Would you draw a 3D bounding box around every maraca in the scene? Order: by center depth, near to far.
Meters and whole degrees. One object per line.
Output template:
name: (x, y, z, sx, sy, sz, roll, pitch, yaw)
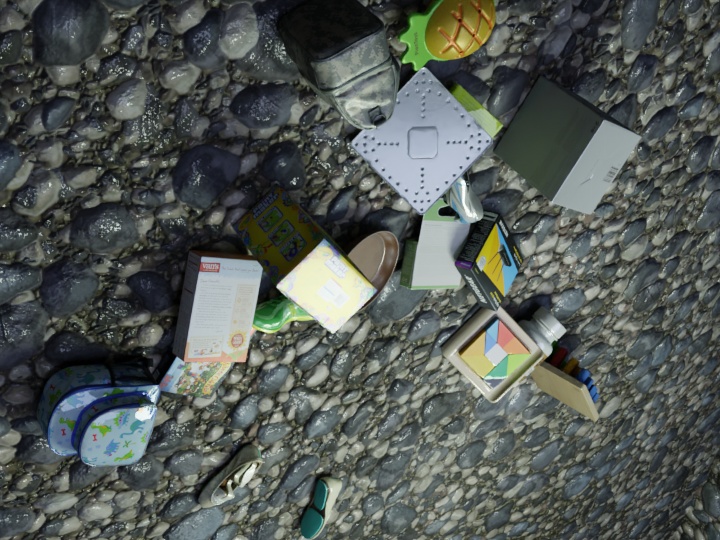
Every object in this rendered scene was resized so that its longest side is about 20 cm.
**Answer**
maraca: (0.152, -0.426, 1.545, 0.199, 0.107, 0.138, -28, 137, -14)

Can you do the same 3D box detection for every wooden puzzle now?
wooden puzzle: (0.328, 0.203, 2.174, 0.185, 0.037, 0.200, -44, 102, 4)

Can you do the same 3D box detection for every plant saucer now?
plant saucer: (0.000, 0.000, 1.816, 0.200, 0.034, 0.201, -34, 143, -31)

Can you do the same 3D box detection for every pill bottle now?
pill bottle: (0.426, 0.192, 2.259, 0.200, 0.114, 0.114, -45, 138, 4)

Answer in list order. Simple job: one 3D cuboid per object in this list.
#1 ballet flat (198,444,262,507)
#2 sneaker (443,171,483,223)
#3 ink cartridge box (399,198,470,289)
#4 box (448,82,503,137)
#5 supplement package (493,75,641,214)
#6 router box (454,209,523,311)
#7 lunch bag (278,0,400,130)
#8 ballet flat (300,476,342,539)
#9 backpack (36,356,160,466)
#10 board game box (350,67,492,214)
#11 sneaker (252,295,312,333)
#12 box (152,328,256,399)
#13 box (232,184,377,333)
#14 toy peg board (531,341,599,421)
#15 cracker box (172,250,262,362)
ballet flat: (-0.298, 0.482, 2.009, 0.200, 0.062, 0.067, -50, 137, 11)
sneaker: (0.195, -0.175, 1.815, 0.072, 0.072, 0.201, -12, 128, 19)
ink cartridge box: (0.166, -0.060, 1.910, 0.145, 0.048, 0.201, 0, 103, -37)
box: (0.165, -0.246, 1.710, 0.122, 0.048, 0.200, 38, 100, -14)
supplement package: (0.423, -0.257, 1.817, 0.146, 0.200, 0.192, 11, 118, -42)
router box: (0.293, -0.020, 1.987, 0.150, 0.051, 0.200, -60, 144, -16)
lunch bag: (-0.028, -0.333, 1.427, 0.139, 0.200, 0.168, -28, 133, -9)
ballet flat: (-0.096, 0.609, 2.267, 0.069, 0.070, 0.201, 0, 124, -36)
backpack: (-0.482, 0.265, 1.630, 0.199, 0.147, 0.184, 5, 119, -35)
board game box: (0.115, -0.242, 1.663, 0.200, 0.026, 0.200, 43, 95, -16)
sneaker: (-0.148, 0.065, 1.766, 0.199, 0.074, 0.084, -16, 135, -38)
box: (-0.307, 0.160, 1.749, 0.136, 0.038, 0.201, 20, 111, -43)
box: (-0.103, -0.021, 1.633, 0.122, 0.193, 0.200, -44, 139, 2)
toy peg board: (0.564, 0.283, 2.391, 0.098, 0.199, 0.200, -50, 140, -12)
cracker box: (-0.266, 0.068, 1.644, 0.133, 0.058, 0.201, 5, 101, -38)
